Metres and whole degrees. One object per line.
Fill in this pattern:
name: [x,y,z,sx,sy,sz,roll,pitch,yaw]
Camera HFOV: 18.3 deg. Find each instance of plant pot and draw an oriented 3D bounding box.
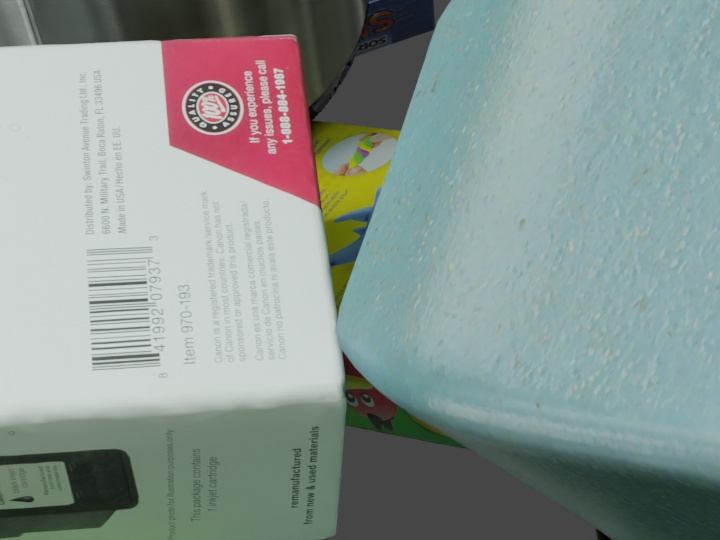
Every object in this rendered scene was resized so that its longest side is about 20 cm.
plant pot: [0.111,-0.005,0.617,0.199,0.195,0.197,1,66,46]

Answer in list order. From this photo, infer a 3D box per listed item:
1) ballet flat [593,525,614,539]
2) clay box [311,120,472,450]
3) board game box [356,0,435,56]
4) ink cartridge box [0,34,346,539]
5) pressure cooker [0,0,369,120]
ballet flat: [0.096,0.099,0.738,0.063,0.067,0.201,22,44,-25]
clay box: [0.000,0.000,0.796,0.199,0.048,0.115,8,42,34]
board game box: [-0.085,-0.128,0.920,0.199,0.035,0.136,-18,61,-5]
ink cartridge box: [-0.111,0.009,0.690,0.199,0.084,0.146,-3,52,-6]
pressure cooker: [-0.085,-0.147,0.790,0.176,0.200,0.179,-37,58,-18]
